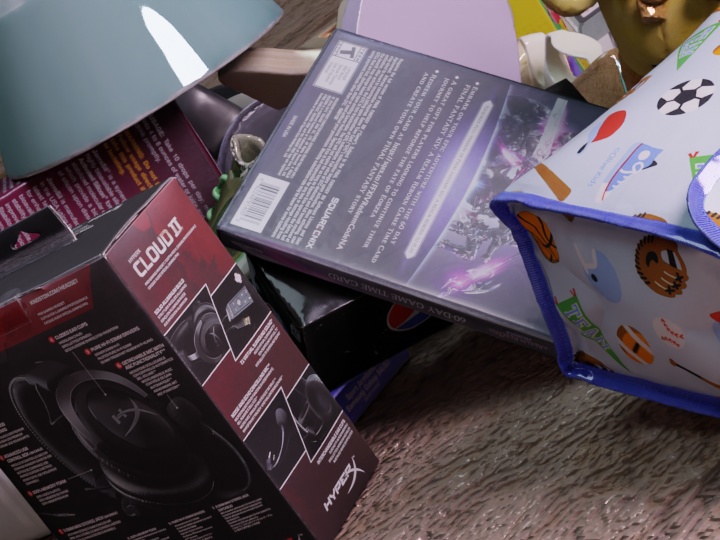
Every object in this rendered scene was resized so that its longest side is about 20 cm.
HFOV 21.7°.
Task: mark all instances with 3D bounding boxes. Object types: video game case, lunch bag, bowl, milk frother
[{"bbox_3d":[0.048,-0.041,0.936,0.199,0.019,0.143,19,58,16],"label":"video game case"},{"bbox_3d":[0.179,-0.028,0.739,0.170,0.124,0.200,-41,30,-21],"label":"lunch bag"},{"bbox_3d":[-0.159,-0.152,1.157,0.200,0.105,0.201,-30,15,9],"label":"bowl"},{"bbox_3d":[-0.110,-0.047,1.424,0.188,0.180,0.201,-161,82,-72],"label":"milk frother"}]

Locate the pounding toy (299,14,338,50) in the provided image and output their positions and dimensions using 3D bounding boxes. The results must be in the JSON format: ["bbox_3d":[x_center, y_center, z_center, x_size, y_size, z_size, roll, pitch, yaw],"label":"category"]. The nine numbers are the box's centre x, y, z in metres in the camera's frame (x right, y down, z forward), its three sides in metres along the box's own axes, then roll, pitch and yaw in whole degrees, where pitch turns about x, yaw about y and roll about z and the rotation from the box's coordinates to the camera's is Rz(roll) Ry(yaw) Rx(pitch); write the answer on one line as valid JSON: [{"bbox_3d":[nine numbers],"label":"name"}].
[{"bbox_3d":[0.060,-0.207,1.481,0.200,0.142,0.184,-37,16,-9],"label":"pounding toy"}]

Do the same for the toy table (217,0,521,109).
[{"bbox_3d":[0.015,-0.109,1.184,0.117,0.184,0.200,-27,36,49],"label":"toy table"}]

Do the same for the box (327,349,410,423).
[{"bbox_3d":[-0.061,0.082,1.053,0.200,0.042,0.119,-15,24,44],"label":"box"}]

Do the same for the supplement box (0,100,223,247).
[{"bbox_3d":[-0.187,-0.030,1.186,0.200,0.086,0.110,-32,14,-4],"label":"supplement box"}]

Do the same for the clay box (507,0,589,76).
[{"bbox_3d":[0.063,-0.180,1.283,0.115,0.200,0.048,-30,16,18],"label":"clay box"}]

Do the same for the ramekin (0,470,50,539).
[{"bbox_3d":[-0.190,0.084,1.204,0.200,0.098,0.201,-31,15,9],"label":"ramekin"}]

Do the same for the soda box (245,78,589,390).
[{"bbox_3d":[0.043,-0.018,0.975,0.200,0.071,0.063,-28,56,-14],"label":"soda box"}]

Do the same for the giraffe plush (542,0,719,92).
[{"bbox_3d":[0.174,-0.137,0.919,0.172,0.200,0.162,-23,19,31],"label":"giraffe plush"}]

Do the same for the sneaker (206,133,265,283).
[{"bbox_3d":[-0.060,-0.033,1.102,0.077,0.089,0.200,1,-24,-42],"label":"sneaker"}]

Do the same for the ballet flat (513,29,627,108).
[{"bbox_3d":[0.125,-0.115,1.187,0.068,0.073,0.200,-18,10,-16],"label":"ballet flat"}]

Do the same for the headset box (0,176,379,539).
[{"bbox_3d":[-0.111,0.059,0.918,0.149,0.200,0.077,-24,18,35],"label":"headset box"}]

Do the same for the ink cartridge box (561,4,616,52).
[{"bbox_3d":[0.159,-0.233,1.348,0.200,0.146,0.084,-35,15,2],"label":"ink cartridge box"}]
